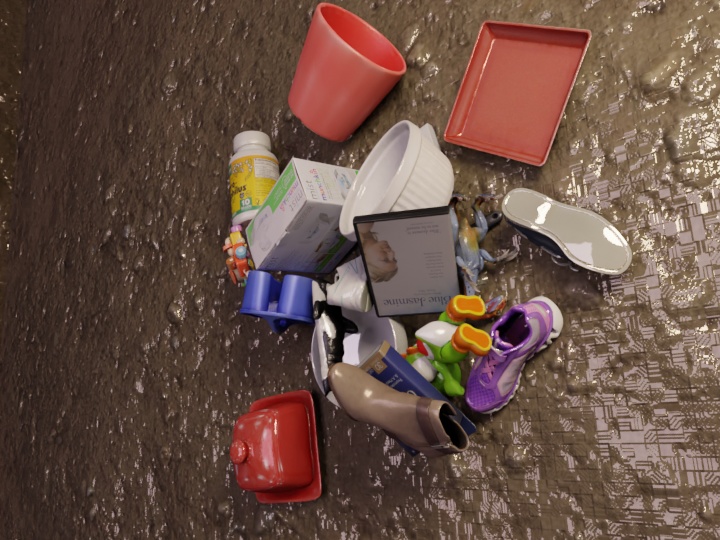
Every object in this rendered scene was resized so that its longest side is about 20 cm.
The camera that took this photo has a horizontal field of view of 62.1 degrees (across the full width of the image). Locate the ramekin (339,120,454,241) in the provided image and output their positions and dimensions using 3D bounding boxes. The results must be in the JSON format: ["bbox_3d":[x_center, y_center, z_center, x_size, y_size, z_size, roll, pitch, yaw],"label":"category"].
[{"bbox_3d":[0.060,-0.120,0.943,0.201,0.103,0.203,-50,22,29],"label":"ramekin"}]

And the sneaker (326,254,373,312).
[{"bbox_3d":[0.000,0.000,1.015,0.078,0.201,0.073,2,116,20],"label":"sneaker"}]

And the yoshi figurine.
[{"bbox_3d":[0.137,0.129,0.912,0.113,0.111,0.201,49,140,13],"label":"yoshi figurine"}]

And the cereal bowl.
[{"bbox_3d":[0.008,0.141,1.050,0.196,0.082,0.207,-9,76,40],"label":"cereal bowl"}]

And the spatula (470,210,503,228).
[{"bbox_3d":[0.153,-0.042,0.994,0.198,0.020,0.058,-34,60,31],"label":"spatula"}]

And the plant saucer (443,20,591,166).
[{"bbox_3d":[0.246,-0.280,0.945,0.197,0.036,0.206,26,100,41],"label":"plant saucer"}]

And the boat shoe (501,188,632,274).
[{"bbox_3d":[0.289,-0.049,0.848,0.197,0.062,0.076,29,85,31],"label":"boat shoe"}]

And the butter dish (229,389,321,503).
[{"bbox_3d":[-0.185,0.342,1.143,0.196,0.146,0.207,-19,70,36],"label":"butter dish"}]

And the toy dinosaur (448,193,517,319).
[{"bbox_3d":[0.179,-0.025,0.941,0.200,0.102,0.188,-134,43,-68],"label":"toy dinosaur"}]

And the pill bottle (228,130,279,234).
[{"bbox_3d":[-0.228,-0.190,1.294,0.111,0.111,0.207,-19,71,37],"label":"pill bottle"}]

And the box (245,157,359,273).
[{"bbox_3d":[-0.087,-0.089,1.089,0.200,0.173,0.099,-47,54,39],"label":"box"}]

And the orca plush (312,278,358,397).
[{"bbox_3d":[-0.038,0.101,0.995,0.069,0.107,0.203,-9,45,1],"label":"orca plush"}]

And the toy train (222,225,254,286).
[{"bbox_3d":[-0.248,-0.001,1.236,0.054,0.203,0.153,-16,55,-8],"label":"toy train"}]

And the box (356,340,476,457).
[{"bbox_3d":[0.073,0.213,0.927,0.199,0.033,0.121,42,129,-3],"label":"box"}]

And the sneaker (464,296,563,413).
[{"bbox_3d":[0.208,0.123,0.876,0.081,0.087,0.203,44,112,35],"label":"sneaker"}]

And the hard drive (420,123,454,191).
[{"bbox_3d":[0.069,-0.153,1.085,0.198,0.025,0.136,-32,63,34],"label":"hard drive"}]

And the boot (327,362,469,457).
[{"bbox_3d":[0.060,0.194,0.841,0.144,0.200,0.071,-9,45,46],"label":"boot"}]

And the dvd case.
[{"bbox_3d":[0.074,-0.006,0.897,0.138,0.203,0.018,-5,43,11],"label":"dvd case"}]

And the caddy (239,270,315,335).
[{"bbox_3d":[-0.149,0.068,1.131,0.137,0.200,0.109,7,83,7],"label":"caddy"}]

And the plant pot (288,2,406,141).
[{"bbox_3d":[-0.038,-0.358,1.118,0.179,0.197,0.203,-52,54,31],"label":"plant pot"}]
